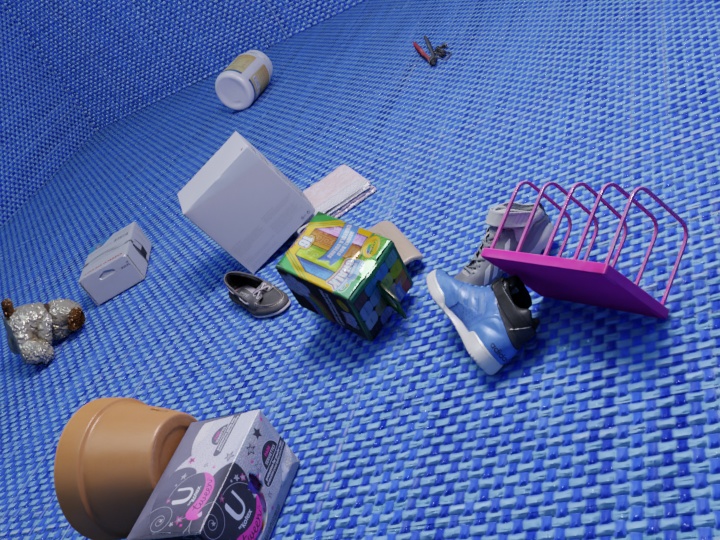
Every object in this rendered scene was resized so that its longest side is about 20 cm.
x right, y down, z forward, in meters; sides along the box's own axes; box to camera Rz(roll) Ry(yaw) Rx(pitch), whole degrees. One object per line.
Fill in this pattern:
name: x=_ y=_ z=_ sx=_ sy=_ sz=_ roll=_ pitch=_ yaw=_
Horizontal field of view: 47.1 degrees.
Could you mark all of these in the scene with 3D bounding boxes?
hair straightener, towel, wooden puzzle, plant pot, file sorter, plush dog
hair straightener: x=0.199 y=-0.599 z=2.227 sx=0.077 sy=0.041 sz=0.200 roll=-30 pitch=27 yaw=6
towel: x=-0.081 y=-0.150 z=1.794 sx=0.200 sy=0.032 sz=0.191 roll=-36 pitch=27 yaw=-8
wooden puzzle: x=0.000 y=0.000 z=1.447 sx=0.200 sy=0.046 sz=0.185 roll=-29 pitch=27 yaw=-3
plant pot: x=-0.303 y=0.273 z=1.154 sx=0.140 sy=0.200 sz=0.200 roll=-10 pitch=34 yaw=26
file sorter: x=0.286 y=-0.035 z=1.045 sx=0.200 sy=0.139 sz=0.126 roll=11 pitch=75 yaw=54
plush dog: x=-0.745 y=0.119 z=1.960 sx=0.171 sy=0.161 sz=0.200 roll=-21 pitch=18 yaw=-32

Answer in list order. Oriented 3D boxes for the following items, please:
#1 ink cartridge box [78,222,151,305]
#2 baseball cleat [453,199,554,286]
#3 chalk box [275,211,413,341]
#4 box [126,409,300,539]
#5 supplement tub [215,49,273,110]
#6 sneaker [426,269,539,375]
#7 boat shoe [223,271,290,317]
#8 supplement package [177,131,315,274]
ink cartridge box: x=-0.616 y=-0.019 z=2.090 sx=0.145 sy=0.084 sz=0.200 roll=-29 pitch=27 yaw=6
baseball cleat: x=0.190 y=-0.033 z=1.221 sx=0.200 sy=0.107 sz=0.070 roll=-36 pitch=26 yaw=-6
chalk box: x=-0.006 y=0.015 z=1.288 sx=0.200 sy=0.125 sz=0.124 roll=23 pitch=66 yaw=32
box: x=-0.184 y=0.295 z=1.070 sx=0.132 sy=0.115 sz=0.200 roll=-16 pitch=31 yaw=30
supplement tub: x=-0.399 y=-0.662 z=2.860 sx=0.144 sy=0.145 sz=0.200 roll=-12 pitch=33 yaw=35
sneaker: x=0.170 y=0.041 z=1.122 sx=0.111 sy=0.077 sz=0.200 roll=-41 pitch=36 yaw=10
boat shoe: x=-0.206 y=0.042 z=1.576 sx=0.067 sy=0.057 sz=0.200 roll=-44 pitch=29 yaw=-21
supplement package: x=-0.240 y=-0.142 z=1.721 sx=0.191 sy=0.200 sz=0.147 roll=-45 pitch=27 yaw=4
